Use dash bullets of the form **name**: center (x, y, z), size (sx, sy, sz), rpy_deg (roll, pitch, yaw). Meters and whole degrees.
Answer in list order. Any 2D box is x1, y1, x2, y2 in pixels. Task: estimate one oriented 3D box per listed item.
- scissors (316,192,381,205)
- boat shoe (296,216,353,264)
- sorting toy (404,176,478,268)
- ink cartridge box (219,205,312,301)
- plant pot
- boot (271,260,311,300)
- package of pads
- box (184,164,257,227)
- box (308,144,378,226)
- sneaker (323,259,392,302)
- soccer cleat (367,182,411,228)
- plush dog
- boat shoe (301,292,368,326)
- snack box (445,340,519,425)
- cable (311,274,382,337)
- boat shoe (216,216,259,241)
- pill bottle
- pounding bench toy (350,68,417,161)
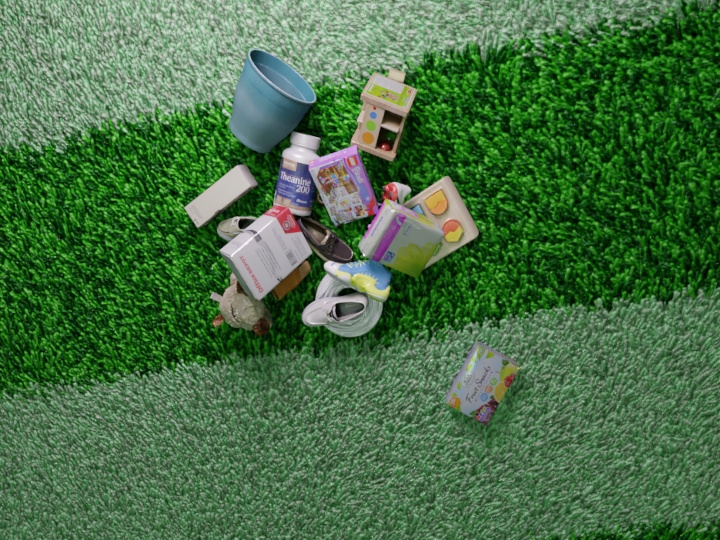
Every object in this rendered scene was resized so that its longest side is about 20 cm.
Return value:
- **scissors**: center (-0.035, -0.219, 1.463), size (0.191, 0.014, 0.076), rpy_deg (4, 103, 5)
- **boat shoe**: center (-0.101, -0.081, 1.454), size (0.195, 0.065, 0.075), rpy_deg (28, 65, -15)
- **sorting toy**: center (0.204, -0.127, 1.452), size (0.196, 0.037, 0.189), rpy_deg (-31, 98, 11)
- **ink cartridge box**: center (-0.242, -0.047, 1.360), size (0.199, 0.082, 0.147), rpy_deg (-43, 123, -24)
- **plant pot**: center (-0.242, -0.418, 1.352), size (0.198, 0.201, 0.189), rpy_deg (38, 118, -5)
- **boot**: center (-0.231, -0.036, 1.459), size (0.143, 0.070, 0.206), rpy_deg (-38, 107, -31)
- **package of pads**: center (0.111, -0.084, 1.388), size (0.195, 0.069, 0.157), rpy_deg (20, 113, -32)
- **box**: center (-0.386, -0.207, 1.463), size (0.197, 0.082, 0.069), rpy_deg (-34, 98, 13)
- **box**: center (-0.041, -0.219, 1.397), size (0.132, 0.040, 0.203), rpy_deg (-15, 134, 10)
- **sneaker**: center (0.000, 0.000, 1.426), size (0.195, 0.076, 0.108), rpy_deg (28, 80, -12)
- **soccer cleat**: center (0.079, -0.144, 1.424), size (0.083, 0.069, 0.205), rpy_deg (-6, 129, -31)
- **plush dog**: center (-0.323, 0.102, 1.458), size (0.158, 0.170, 0.206), rpy_deg (-31, 101, -32)
- **boat shoe**: center (-0.072, 0.114, 1.444), size (0.192, 0.066, 0.075), rpy_deg (-11, 102, 6)
- **snack box**: center (0.353, 0.328, 1.535), size (0.139, 0.053, 0.205), rpy_deg (26, 104, 0)
- **cable**: center (-0.032, 0.088, 1.506), size (0.196, 0.069, 0.204), rpy_deg (30, 102, -3)
- **boat shoe**: center (-0.324, -0.123, 1.453), size (0.193, 0.074, 0.063), rpy_deg (5, 149, 28)
- **pill bottle**: center (-0.165, -0.260, 1.415), size (0.107, 0.111, 0.208), rpy_deg (14, 104, 1)
- **pounding bench toy**: center (0.066, -0.407, 1.364), size (0.120, 0.203, 0.159), rpy_deg (20, 136, 2)
